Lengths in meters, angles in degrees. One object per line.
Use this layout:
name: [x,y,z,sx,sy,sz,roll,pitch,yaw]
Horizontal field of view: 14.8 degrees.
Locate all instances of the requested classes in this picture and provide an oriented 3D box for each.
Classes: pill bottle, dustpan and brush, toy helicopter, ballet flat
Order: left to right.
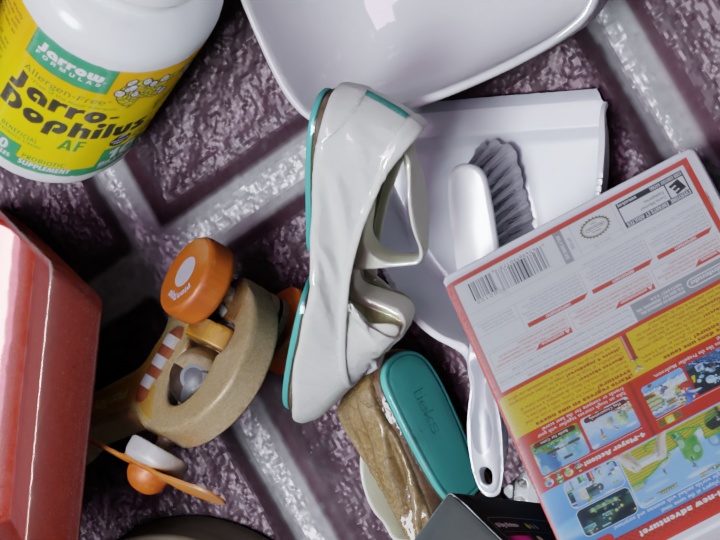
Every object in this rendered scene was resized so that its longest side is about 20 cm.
pill bottle: [-0.136,-0.135,1.440,0.113,0.113,0.200,55,147,8]
toy helicopter: [-0.112,0.075,1.516,0.200,0.079,0.133,-26,43,47]
ballet flat: [0.000,0.000,1.414,0.069,0.069,0.201,22,124,23]
ballet flat: [0.044,0.139,1.473,0.072,0.068,0.200,-36,81,49]
dustpan and brush: [0.066,0.013,1.432,0.139,0.057,0.201,-3,99,29]

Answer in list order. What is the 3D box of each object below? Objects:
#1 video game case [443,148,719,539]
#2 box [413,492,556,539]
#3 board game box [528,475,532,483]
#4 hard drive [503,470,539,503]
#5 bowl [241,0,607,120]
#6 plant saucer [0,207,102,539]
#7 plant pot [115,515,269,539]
video game case: [0.135,0.047,1.327,0.143,0.017,0.200,-28,51,6]
box: [0.095,0.225,1.328,0.200,0.124,0.149,42,105,28]
board game box: [0.194,0.048,1.334,0.199,0.037,0.152,3,60,29]
hard drive: [0.182,0.149,1.410,0.140,0.038,0.200,-41,79,28]
bowl: [0.031,-0.188,1.405,0.199,0.075,0.201,-19,89,30]
plant saucer: [-0.180,0.078,1.527,0.037,0.200,0.200,4,99,-18]
plant pot: [-0.124,0.250,1.518,0.199,0.173,0.201,6,102,28]
